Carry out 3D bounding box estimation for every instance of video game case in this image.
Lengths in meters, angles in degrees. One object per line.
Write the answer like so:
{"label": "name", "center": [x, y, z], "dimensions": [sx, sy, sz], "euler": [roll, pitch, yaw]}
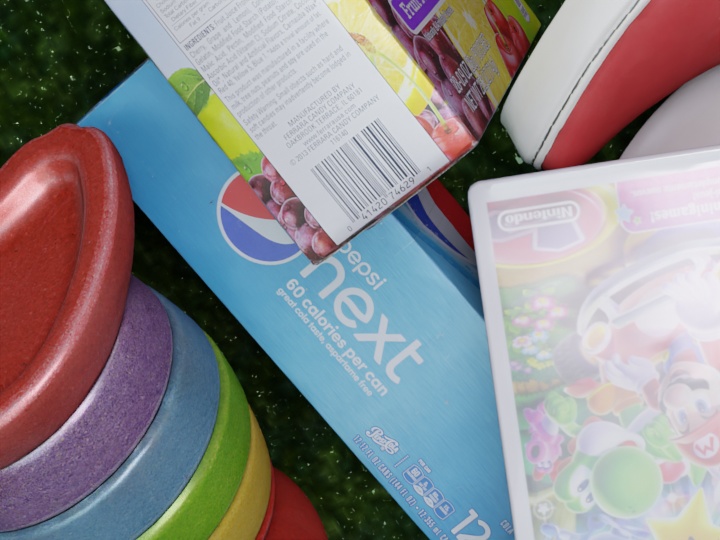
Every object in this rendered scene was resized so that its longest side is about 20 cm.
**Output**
{"label": "video game case", "center": [0.115, 0.063, 0.742], "dimensions": [0.142, 0.018, 0.202], "euler": [-8, 86, 8]}

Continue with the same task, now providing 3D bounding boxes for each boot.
{"label": "boot", "center": [0.151, -0.074, 0.754], "dimensions": [0.144, 0.072, 0.200], "euler": [45, 99, 2]}

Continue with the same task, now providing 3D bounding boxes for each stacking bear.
{"label": "stacking bear", "center": [-0.077, 0.069, 0.824], "dimensions": [0.121, 0.114, 0.200], "euler": [-28, 134, 13]}

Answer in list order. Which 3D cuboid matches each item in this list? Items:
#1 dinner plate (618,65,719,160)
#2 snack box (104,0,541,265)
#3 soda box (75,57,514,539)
{"label": "dinner plate", "center": [0.167, 0.018, 0.787], "dimensions": [0.199, 0.024, 0.202], "euler": [0, 91, 0]}
{"label": "snack box", "center": [-0.036, -0.118, 0.744], "dimensions": [0.068, 0.169, 0.200], "euler": [-37, 98, 18]}
{"label": "soda box", "center": [0.000, 0.000, 0.830], "dimensions": [0.068, 0.064, 0.200], "euler": [-39, 97, 20]}
